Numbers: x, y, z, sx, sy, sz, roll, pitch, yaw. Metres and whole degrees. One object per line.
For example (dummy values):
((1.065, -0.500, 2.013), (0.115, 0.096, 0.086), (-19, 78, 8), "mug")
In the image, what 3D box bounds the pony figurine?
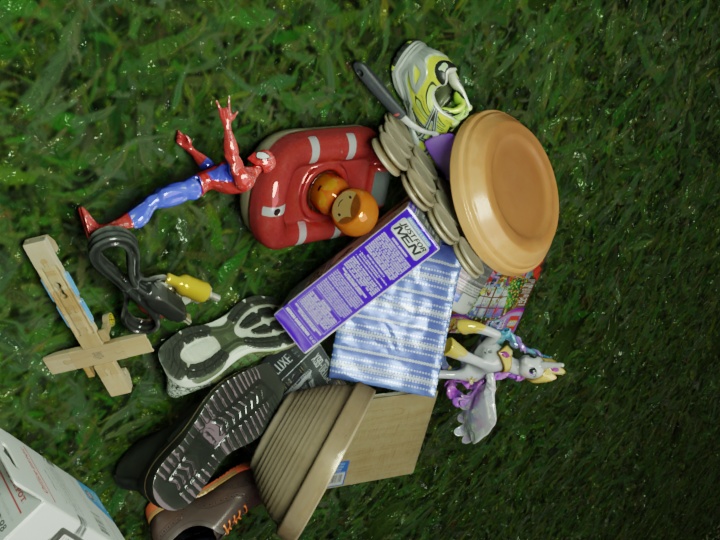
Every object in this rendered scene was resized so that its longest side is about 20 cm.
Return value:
((0.163, 0.139, 1.223), (0.197, 0.193, 0.169), (19, 59, -24), "pony figurine")

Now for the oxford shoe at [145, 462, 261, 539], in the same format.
((-0.165, 0.299, 1.083), (0.197, 0.073, 0.072), (-20, 138, -11), "oxford shoe")

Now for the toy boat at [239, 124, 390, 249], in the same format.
((-0.032, -0.081, 0.952), (0.198, 0.130, 0.132), (-13, 124, -38), "toy boat")

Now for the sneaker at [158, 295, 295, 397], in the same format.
((-0.152, 0.093, 1.019), (0.198, 0.077, 0.089), (-18, 155, -35), "sneaker")

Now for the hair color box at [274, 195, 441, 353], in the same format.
((0.000, 0.000, 1.000), (0.199, 0.109, 0.065), (-37, 97, 14), "hair color box")

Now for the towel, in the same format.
((0.046, 0.051, 1.093), (0.024, 0.142, 0.204), (-73, 174, -87), "towel")

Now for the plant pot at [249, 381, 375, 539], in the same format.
((-0.067, 0.207, 1.020), (0.203, 0.092, 0.201), (-60, 177, -5), "plant pot")

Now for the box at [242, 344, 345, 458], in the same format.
((-0.087, 0.192, 1.143), (0.158, 0.050, 0.201), (-44, 139, -13), "box")

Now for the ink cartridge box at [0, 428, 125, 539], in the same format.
((-0.334, 0.248, 0.893), (0.067, 0.116, 0.201), (-43, 138, -10), "ink cartridge box")

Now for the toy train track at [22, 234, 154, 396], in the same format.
((-0.278, 0.044, 0.867), (0.113, 0.033, 0.202), (-12, 127, 7), "toy train track")

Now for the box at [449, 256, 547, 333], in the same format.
((0.189, 0.026, 1.307), (0.198, 0.039, 0.139), (4, 114, -45), "box")

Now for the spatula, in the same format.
((0.061, -0.175, 1.012), (0.199, 0.056, 0.021), (39, 64, -29), "spatula")

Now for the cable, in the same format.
((-0.225, 0.009, 0.870), (0.096, 0.051, 0.200), (-20, 147, 12), "cable")

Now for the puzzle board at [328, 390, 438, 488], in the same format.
((0.002, 0.228, 1.172), (0.197, 0.017, 0.153), (-3, 123, -27), "puzzle board")

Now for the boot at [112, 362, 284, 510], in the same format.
((-0.193, 0.180, 0.998), (0.200, 0.137, 0.078), (-41, 110, -33), "boot")

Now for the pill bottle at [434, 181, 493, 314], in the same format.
((0.145, -0.055, 1.153), (0.113, 0.113, 0.202), (24, 100, -49), "pill bottle")

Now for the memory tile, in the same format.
((0.082, -0.089, 1.007), (0.017, 0.154, 0.201), (-33, 106, 19), "memory tile")

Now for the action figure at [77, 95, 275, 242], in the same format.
((-0.180, -0.103, 0.841), (0.197, 0.065, 0.101), (-19, 101, -20), "action figure")

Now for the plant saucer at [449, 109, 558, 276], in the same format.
((0.181, -0.096, 1.036), (0.198, 0.037, 0.204), (12, 72, -44), "plant saucer")

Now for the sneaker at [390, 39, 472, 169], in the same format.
((0.097, -0.184, 1.050), (0.076, 0.076, 0.201), (-47, 141, -11), "sneaker")
